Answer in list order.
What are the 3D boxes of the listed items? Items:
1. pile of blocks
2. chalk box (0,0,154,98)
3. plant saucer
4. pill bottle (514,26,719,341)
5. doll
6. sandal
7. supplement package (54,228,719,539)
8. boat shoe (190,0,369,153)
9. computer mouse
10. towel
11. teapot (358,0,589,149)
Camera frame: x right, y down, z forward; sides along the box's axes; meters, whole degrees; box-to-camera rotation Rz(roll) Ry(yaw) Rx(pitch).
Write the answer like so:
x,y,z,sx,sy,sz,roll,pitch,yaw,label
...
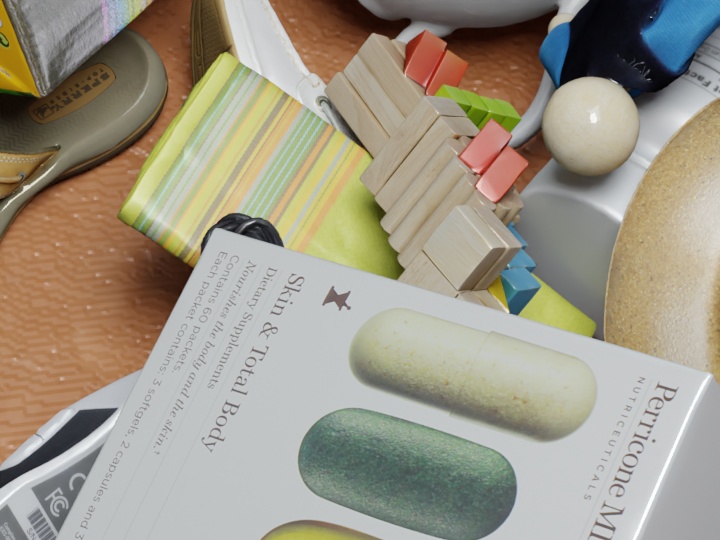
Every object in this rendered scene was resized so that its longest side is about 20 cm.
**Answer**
x,y,z,sx,sy,sz,roll,pitch,yaw,label
0.047,-0.036,0.987,0.082,0.062,0.200,26,28,-28,pile of blocks
-0.138,-0.186,1.081,0.123,0.125,0.200,10,43,37,chalk box
0.193,0.018,1.008,0.199,0.035,0.202,-2,94,-26,plant saucer
0.160,-0.063,1.075,0.113,0.114,0.200,36,64,15,pill bottle
0.131,-0.118,1.014,0.048,0.136,0.200,46,60,-18,doll
-0.166,-0.053,1.071,0.200,0.054,0.080,-39,70,-24,sandal
0.025,0.104,0.857,0.199,0.151,0.152,16,71,30,supplement package
-0.020,-0.044,1.074,0.069,0.071,0.201,-14,74,-20,boat shoe
-0.092,0.074,0.951,0.200,0.110,0.044,-38,27,-26,computer mouse
0.000,0.000,1.019,0.200,0.018,0.086,36,68,-8,towel
0.023,-0.182,1.116,0.146,0.197,0.201,-30,37,19,teapot
